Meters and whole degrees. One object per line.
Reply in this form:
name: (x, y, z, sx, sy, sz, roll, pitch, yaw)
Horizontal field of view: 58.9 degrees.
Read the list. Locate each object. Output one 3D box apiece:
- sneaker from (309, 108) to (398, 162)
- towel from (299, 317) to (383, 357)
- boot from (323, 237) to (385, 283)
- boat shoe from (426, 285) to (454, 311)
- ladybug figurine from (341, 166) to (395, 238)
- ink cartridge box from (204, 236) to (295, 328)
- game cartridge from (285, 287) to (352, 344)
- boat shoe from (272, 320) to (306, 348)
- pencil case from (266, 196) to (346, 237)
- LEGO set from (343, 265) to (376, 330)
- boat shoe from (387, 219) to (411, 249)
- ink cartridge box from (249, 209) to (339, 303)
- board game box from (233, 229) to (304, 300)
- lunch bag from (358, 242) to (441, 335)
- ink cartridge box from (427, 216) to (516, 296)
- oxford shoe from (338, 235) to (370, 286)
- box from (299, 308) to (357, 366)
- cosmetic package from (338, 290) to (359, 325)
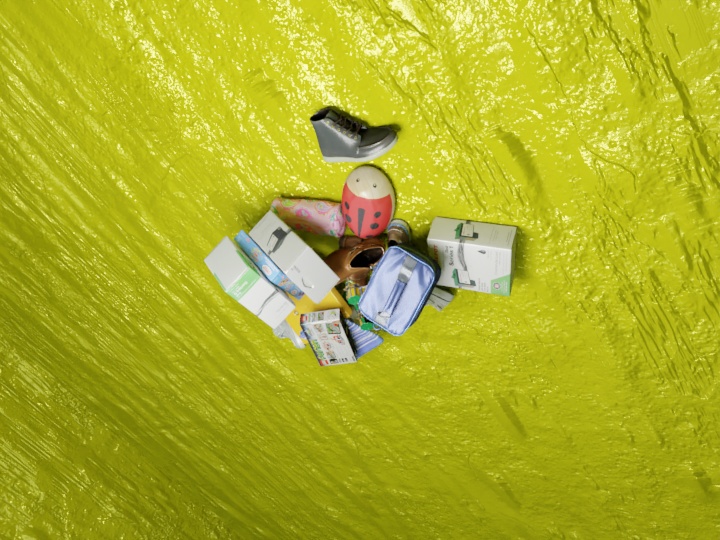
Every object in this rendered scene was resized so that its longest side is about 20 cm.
sneaker: (-0.019, -0.296, 1.367, 0.195, 0.076, 0.107, -3, 133, 31)
towel: (-0.050, 0.182, 1.719, 0.197, 0.024, 0.144, 29, 134, -31)
boot: (-0.025, -0.011, 1.526, 0.196, 0.155, 0.078, -25, 100, 1)
boat shoe: (0.158, 0.058, 1.566, 0.197, 0.074, 0.068, 24, 103, -41)
ladybug figurine: (0.013, -0.148, 1.501, 0.132, 0.073, 0.203, 15, 137, 13)
ink cartridge box: (-0.263, 0.032, 1.534, 0.146, 0.084, 0.200, 45, 178, 43)
game cartridge: (-0.138, 0.088, 1.715, 0.198, 0.032, 0.178, -32, 99, 36)
boat shoe: (-0.223, 0.161, 1.856, 0.202, 0.071, 0.070, 54, 177, 37)
pencil case: (-0.132, -0.134, 1.582, 0.194, 0.088, 0.089, 9, 136, 19)
LEGO set: (0.035, 0.052, 1.640, 0.150, 0.118, 0.201, -20, 142, 12)
boat shoe: (0.098, -0.026, 1.577, 0.070, 0.073, 0.203, 0, 132, 27)
ink cartridge box: (-0.156, -0.034, 1.499, 0.200, 0.084, 0.145, 42, 176, 45)
board game box: (-0.221, -0.010, 1.589, 0.151, 0.037, 0.200, 45, 179, 21)
lunch bag: (0.083, 0.045, 1.431, 0.134, 0.132, 0.204, 29, 102, 12)
ink cartridge box: (0.257, -0.033, 1.478, 0.195, 0.085, 0.149, 8, 135, 20)
oxford shoe: (0.000, 0.000, 1.661, 0.069, 0.072, 0.203, 0, 131, 20)
box: (-0.081, 0.180, 1.677, 0.107, 0.035, 0.202, -7, 139, 10)
cosmetic package: (-0.078, 0.123, 1.794, 0.195, 0.109, 0.086, -7, 129, 31)
